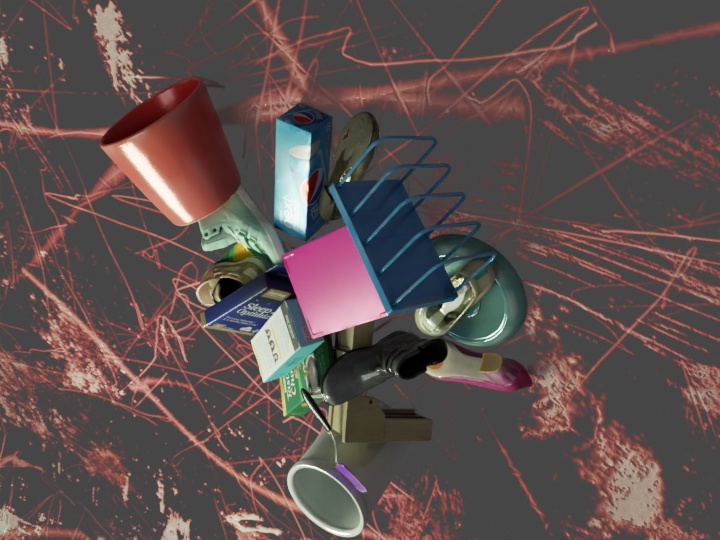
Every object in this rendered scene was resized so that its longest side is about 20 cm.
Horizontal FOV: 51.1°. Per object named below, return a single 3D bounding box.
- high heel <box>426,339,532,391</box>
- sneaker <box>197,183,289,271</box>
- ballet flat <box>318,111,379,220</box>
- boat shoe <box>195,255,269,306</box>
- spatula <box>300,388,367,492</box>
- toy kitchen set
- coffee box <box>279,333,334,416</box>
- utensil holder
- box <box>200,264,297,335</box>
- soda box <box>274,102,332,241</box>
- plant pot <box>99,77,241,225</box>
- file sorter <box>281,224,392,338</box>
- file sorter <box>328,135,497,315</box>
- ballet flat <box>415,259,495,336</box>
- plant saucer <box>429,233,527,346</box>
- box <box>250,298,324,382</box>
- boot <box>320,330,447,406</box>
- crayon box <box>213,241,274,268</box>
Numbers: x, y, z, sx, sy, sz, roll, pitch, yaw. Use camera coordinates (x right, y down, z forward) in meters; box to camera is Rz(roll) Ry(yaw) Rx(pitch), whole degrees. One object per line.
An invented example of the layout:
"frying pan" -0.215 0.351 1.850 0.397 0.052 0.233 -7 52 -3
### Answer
"high heel" 0.183 0.160 1.231 0.095 0.069 0.197 33 154 -35
"sneaker" -0.200 -0.046 1.272 0.201 0.117 0.074 49 172 29
"ballet flat" -0.012 -0.155 1.147 0.068 0.045 0.202 58 139 33
"boat shoe" -0.240 0.028 1.345 0.198 0.072 0.077 -21 107 44
"spatula" -0.050 0.288 1.276 0.203 0.020 0.057 61 159 9
"toy kitchen set" 0.021 0.191 1.364 0.162 0.176 0.206 -177 92 -65
"coffee box" -0.099 0.182 1.366 0.200 0.043 0.126 135 131 -58
"utensil holder" -0.017 0.359 1.413 0.166 0.200 0.173 19 132 23
"box" -0.165 0.054 1.282 0.198 0.120 0.033 -31 62 30
"soda box" -0.092 -0.152 1.191 0.067 0.064 0.204 24 133 20
"plant pot" -0.299 -0.189 1.246 0.197 0.202 0.179 -4 129 38
"file sorter" 0.000 0.000 1.171 0.198 0.124 0.142 -20 93 47
"file sorter" 0.075 -0.068 1.024 0.123 0.136 0.204 -44 64 42
"ballet flat" 0.128 0.053 1.136 0.069 0.070 0.201 41 137 4
"plant saucer" 0.161 0.039 1.167 0.196 0.027 0.204 21 132 25
"box" -0.130 0.122 1.307 0.200 0.048 0.084 -44 62 55
"boot" 0.035 0.155 1.207 0.071 0.198 0.131 62 159 -13
"crayon box" -0.168 0.031 1.388 0.201 0.058 0.118 51 136 -6
